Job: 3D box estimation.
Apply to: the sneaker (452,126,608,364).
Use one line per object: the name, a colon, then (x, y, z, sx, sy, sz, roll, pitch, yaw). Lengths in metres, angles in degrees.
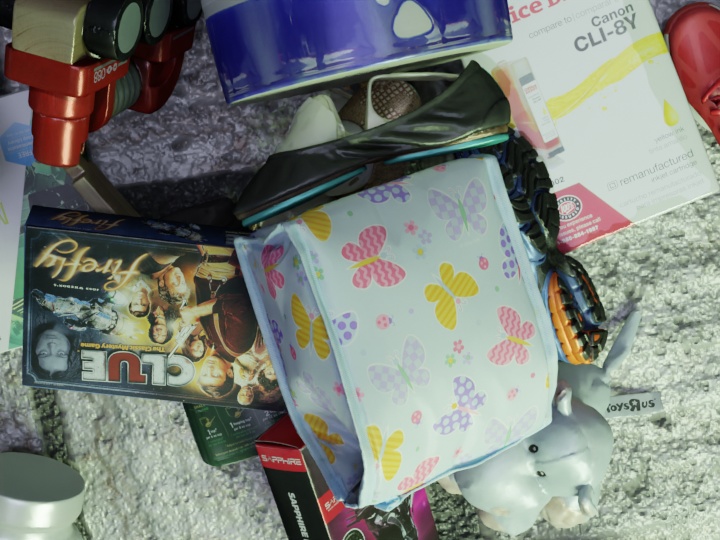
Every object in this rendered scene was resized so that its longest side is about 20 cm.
sneaker: (0.105, -0.016, 0.937, 0.078, 0.075, 0.201, -18, 100, 34)

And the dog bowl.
dog bowl: (-0.002, -0.168, 0.857, 0.199, 0.200, 0.079, -11, 96, 6)

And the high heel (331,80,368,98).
high heel: (-0.013, -0.219, 0.973, 0.200, 0.071, 0.143, 37, 108, 4)

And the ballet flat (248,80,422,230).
ballet flat: (-0.025, -0.058, 0.946, 0.071, 0.065, 0.200, 46, 127, 14)

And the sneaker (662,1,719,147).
sneaker: (0.297, -0.108, 0.957, 0.078, 0.116, 0.200, -33, 99, 9)

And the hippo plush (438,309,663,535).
hippo plush: (0.148, 0.147, 0.998, 0.199, 0.161, 0.160, -15, 100, 7)

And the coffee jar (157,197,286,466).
coffee jar: (-0.112, 0.047, 1.030, 0.104, 0.085, 0.201, -18, 101, 15)

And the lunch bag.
lunch bag: (0.028, 0.043, 0.872, 0.169, 0.127, 0.201, -21, 93, -25)

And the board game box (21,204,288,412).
board game box: (-0.142, 0.030, 0.939, 0.199, 0.035, 0.136, 6, 119, -5)

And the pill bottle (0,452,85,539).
pill bottle: (-0.294, 0.261, 1.072, 0.116, 0.116, 0.201, 14, 102, 0)

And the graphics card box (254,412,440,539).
graphics card box: (-0.003, 0.189, 1.019, 0.051, 0.125, 0.201, 1, 115, 37)

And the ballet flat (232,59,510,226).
ballet flat: (0.002, -0.091, 0.871, 0.199, 0.068, 0.069, -19, 92, -6)

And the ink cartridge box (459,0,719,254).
ink cartridge box: (0.163, -0.130, 0.977, 0.145, 0.083, 0.201, -22, 100, 9)

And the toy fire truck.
toy fire truck: (-0.180, -0.123, 0.954, 0.128, 0.176, 0.201, 17, 116, 10)

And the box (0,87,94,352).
box: (-0.279, -0.039, 1.048, 0.144, 0.036, 0.201, -15, 102, 7)
